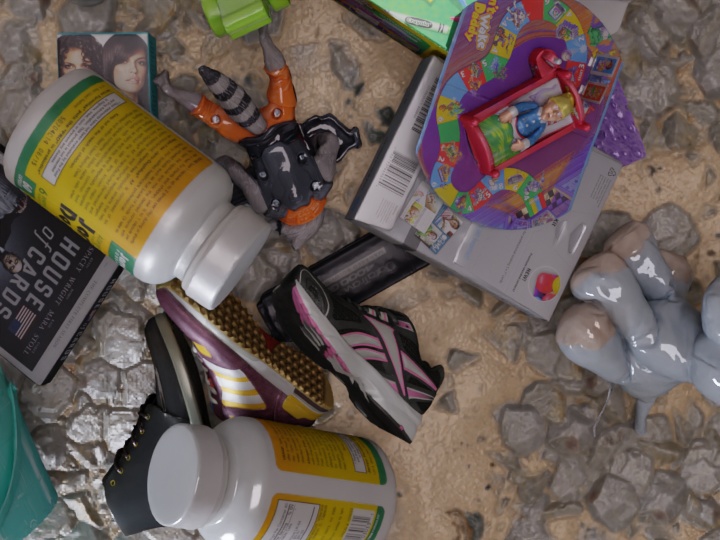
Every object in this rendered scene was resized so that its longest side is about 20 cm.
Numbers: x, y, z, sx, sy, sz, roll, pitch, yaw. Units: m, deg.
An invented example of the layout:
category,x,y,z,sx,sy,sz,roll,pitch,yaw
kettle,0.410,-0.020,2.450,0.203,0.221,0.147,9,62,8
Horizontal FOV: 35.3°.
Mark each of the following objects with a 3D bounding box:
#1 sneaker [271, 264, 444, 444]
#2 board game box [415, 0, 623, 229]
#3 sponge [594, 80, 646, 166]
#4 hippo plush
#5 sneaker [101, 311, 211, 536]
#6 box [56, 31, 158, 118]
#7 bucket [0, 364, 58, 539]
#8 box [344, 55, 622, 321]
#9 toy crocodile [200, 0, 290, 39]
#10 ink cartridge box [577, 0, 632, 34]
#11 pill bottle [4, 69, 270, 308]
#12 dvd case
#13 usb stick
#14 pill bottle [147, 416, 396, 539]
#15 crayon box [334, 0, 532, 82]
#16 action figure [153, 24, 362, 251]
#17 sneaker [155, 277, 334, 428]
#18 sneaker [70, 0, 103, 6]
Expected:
category,x,y,z,sx,sy,sz,roll,pitch,yaw
sneaker,0.002,0.060,1.022,0.086,0.080,0.200,-50,121,-19
board game box,0.138,-0.129,0.923,0.157,0.039,0.201,16,98,-22
sponge,0.154,-0.114,1.026,0.199,0.030,0.112,-26,98,-11
hippo plush,0.275,0.062,0.975,0.159,0.160,0.201,5,94,-42
sneaker,-0.191,0.144,1.022,0.106,0.075,0.201,-13,97,-2
box,-0.222,-0.109,1.008,0.082,0.049,0.202,-2,96,-4
bucket,-0.367,0.182,0.957,0.206,0.207,0.135,-28,101,-1
box,0.109,-0.069,0.981,0.199,0.041,0.157,26,88,-13
toy crocodile,-0.099,-0.249,0.940,0.067,0.201,0.062,-20,125,10
ink cartridge box,0.186,-0.312,0.975,0.128,0.125,0.202,5,95,-4
pill bottle,-0.176,-0.061,0.914,0.200,0.113,0.113,36,92,1
dvd case,-0.314,-0.018,0.991,0.200,0.025,0.151,37,103,7
usb stick,0.000,0.000,1.042,0.199,0.033,0.056,-30,105,-1
pill bottle,-0.076,0.188,0.975,0.199,0.113,0.113,15,95,-36
crayon box,0.041,-0.234,0.977,0.199,0.119,0.058,32,93,-6
action figure,-0.102,-0.096,0.984,0.199,0.105,0.194,-31,113,4
sneaker,-0.119,0.086,1.005,0.090,0.075,0.200,-41,112,18
sneaker,-0.242,-0.334,0.952,0.073,0.116,0.202,-4,94,-1
